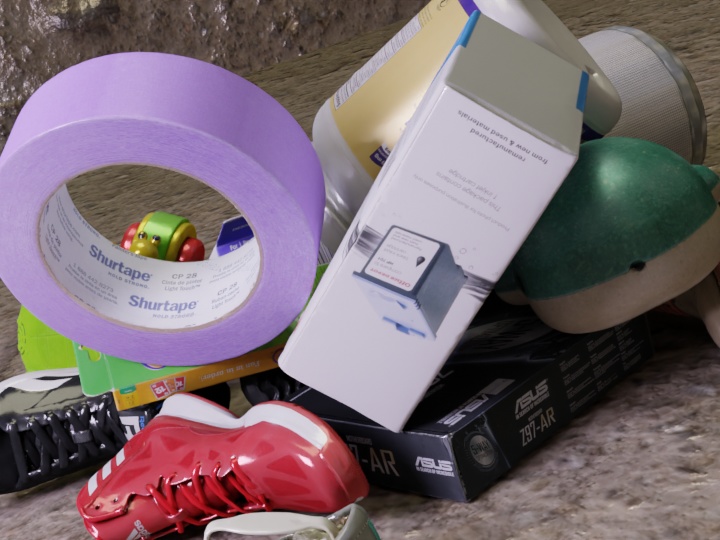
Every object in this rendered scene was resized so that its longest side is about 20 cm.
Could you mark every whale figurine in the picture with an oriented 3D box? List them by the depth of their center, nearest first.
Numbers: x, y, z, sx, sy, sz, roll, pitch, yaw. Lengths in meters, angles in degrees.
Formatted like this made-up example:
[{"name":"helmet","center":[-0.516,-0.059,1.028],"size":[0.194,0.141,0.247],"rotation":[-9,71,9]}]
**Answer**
[{"name":"whale figurine","center":[0.149,-0.037,0.874],"size":[0.159,0.104,0.200],"rotation":[-27,13,6]}]

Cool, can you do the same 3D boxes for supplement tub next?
[{"name":"supplement tub","center":[0.059,-0.094,0.930],"size":[0.200,0.145,0.145],"rotation":[-42,8,18]}]

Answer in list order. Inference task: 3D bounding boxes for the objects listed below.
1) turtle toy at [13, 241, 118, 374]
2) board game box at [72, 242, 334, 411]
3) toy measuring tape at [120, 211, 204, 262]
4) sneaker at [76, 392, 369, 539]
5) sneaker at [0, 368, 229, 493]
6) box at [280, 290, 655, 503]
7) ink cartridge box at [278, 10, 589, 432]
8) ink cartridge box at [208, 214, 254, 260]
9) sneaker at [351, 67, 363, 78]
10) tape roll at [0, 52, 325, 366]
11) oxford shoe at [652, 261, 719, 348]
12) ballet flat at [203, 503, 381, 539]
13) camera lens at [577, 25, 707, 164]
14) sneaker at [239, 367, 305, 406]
[{"name":"turtle toy","center":[-0.194,0.048,1.092],"size":[0.200,0.146,0.101],"rotation":[-5,-2,34]},{"name":"board game box","center":[-0.094,0.034,0.928],"size":[0.200,0.030,0.096],"rotation":[-13,42,-11]},{"name":"toy measuring tape","center":[-0.165,-0.011,1.218],"size":[0.073,0.074,0.200],"rotation":[-15,-9,6]},{"name":"sneaker","center":[-0.089,0.137,0.807],"size":[0.116,0.078,0.200],"rotation":[-43,22,-30]},{"name":"sneaker","center":[-0.186,0.104,0.942],"size":[0.200,0.073,0.112],"rotation":[-23,15,-26]},{"name":"box","center":[0.066,0.072,0.880],"size":[0.200,0.044,0.160],"rotation":[-30,21,-38]},{"name":"ink cartridge box","center":[0.044,-0.030,0.792],"size":[0.086,0.200,0.146],"rotation":[28,28,-2]},{"name":"ink cartridge box","center":[-0.039,-0.024,1.167],"size":[0.198,0.043,0.200],"rotation":[-22,-12,-20]},{"name":"sneaker","center":[0.071,-0.106,1.059],"size":[0.071,0.200,0.099],"rotation":[-32,-18,-27]},{"name":"tape roll","center":[-0.123,-0.032,0.836],"size":[0.200,0.200,0.066],"rotation":[-12,42,16]},{"name":"oxford shoe","center":[0.217,0.012,0.910],"size":[0.075,0.070,0.200],"rotation":[-35,20,13]},{"name":"ballet flat","center":[-0.084,0.160,0.696],"size":[0.200,0.064,0.067],"rotation":[-15,16,5]},{"name":"camera lens","center":[0.179,-0.108,1.165],"size":[0.200,0.160,0.160],"rotation":[-24,17,-24]},{"name":"sneaker","center":[-0.014,0.055,1.007],"size":[0.200,0.070,0.090],"rotation":[-30,1,-34]}]
